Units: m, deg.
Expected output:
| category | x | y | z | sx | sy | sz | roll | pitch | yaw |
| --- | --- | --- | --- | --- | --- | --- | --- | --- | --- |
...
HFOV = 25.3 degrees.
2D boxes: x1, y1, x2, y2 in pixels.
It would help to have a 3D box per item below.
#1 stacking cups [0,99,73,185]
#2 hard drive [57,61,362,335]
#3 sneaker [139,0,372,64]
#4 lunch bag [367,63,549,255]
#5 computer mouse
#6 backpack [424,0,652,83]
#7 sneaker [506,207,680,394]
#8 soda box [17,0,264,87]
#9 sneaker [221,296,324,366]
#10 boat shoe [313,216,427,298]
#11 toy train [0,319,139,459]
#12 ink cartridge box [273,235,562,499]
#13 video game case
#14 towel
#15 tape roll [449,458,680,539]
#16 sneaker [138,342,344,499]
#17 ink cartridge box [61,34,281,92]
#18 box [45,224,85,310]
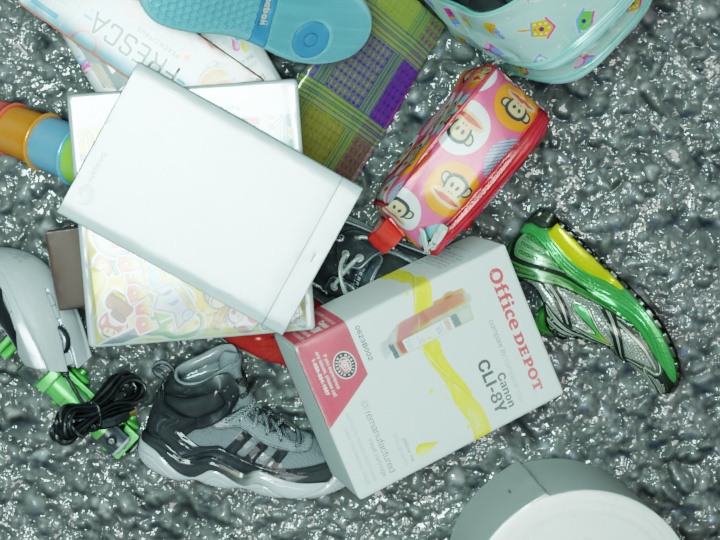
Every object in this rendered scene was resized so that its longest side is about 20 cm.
| category | x | y | z | sx | sy | sz | roll | pitch | yaw |
| --- | --- | --- | --- | --- | --- | --- | --- | --- | --- |
| stacking cups | -0.251 | -0.105 | 1.343 | 0.199 | 0.060 | 0.061 | 22 | 93 | 26 |
| hard drive | -0.116 | -0.055 | 1.246 | 0.199 | 0.027 | 0.132 | 29 | 93 | -7 |
| sneaker | -0.092 | -0.235 | 1.284 | 0.199 | 0.131 | 0.080 | 12 | 117 | -29 |
| lunch bag | 0.071 | -0.084 | 1.344 | 0.082 | 0.200 | 0.176 | 40 | 94 | -5 |
| computer mouse | -0.265 | 0.051 | 1.366 | 0.200 | 0.109 | 0.044 | 53 | 127 | 14 |
| backpack | 0.156 | -0.247 | 1.337 | 0.176 | 0.200 | 0.153 | -45 | 112 | -1 |
| sneaker | 0.207 | 0.039 | 1.434 | 0.200 | 0.078 | 0.085 | 44 | 97 | 3 |
| soda box | -0.175 | -0.185 | 1.297 | 0.200 | 0.068 | 0.064 | 35 | 94 | -7 |
| sneaker | -0.039 | 0.060 | 1.404 | 0.199 | 0.085 | 0.077 | 22 | 91 | -6 |
| boat shoe | 0.000 | 0.000 | 1.407 | 0.199 | 0.068 | 0.072 | 19 | 105 | -7 |
| toy train | -0.271 | 0.092 | 1.404 | 0.200 | 0.056 | 0.042 | 43 | 90 | -6 |
| ink cartridge box | 0.049 | 0.077 | 1.342 | 0.199 | 0.083 | 0.146 | -26 | 103 | -13 |
| video game case | -0.133 | -0.045 | 1.270 | 0.181 | 0.023 | 0.201 | -4 | 97 | -5 |
| towel | -0.013 | -0.152 | 1.375 | 0.023 | 0.143 | 0.201 | 33 | 94 | 33 |
| tape roll | 0.182 | 0.277 | 1.411 | 0.202 | 0.139 | 0.204 | 0 | 95 | -4 |
| sneaker | -0.092 | 0.130 | 1.397 | 0.199 | 0.076 | 0.114 | 7 | 114 | -1 |
| ink cartridge box | -0.168 | -0.194 | 1.375 | 0.144 | 0.084 | 0.201 | -30 | 97 | -1 |
| box | -0.154 | -0.016 | 1.358 | 0.199 | 0.100 | 0.075 | -5 | 95 | 13 |
